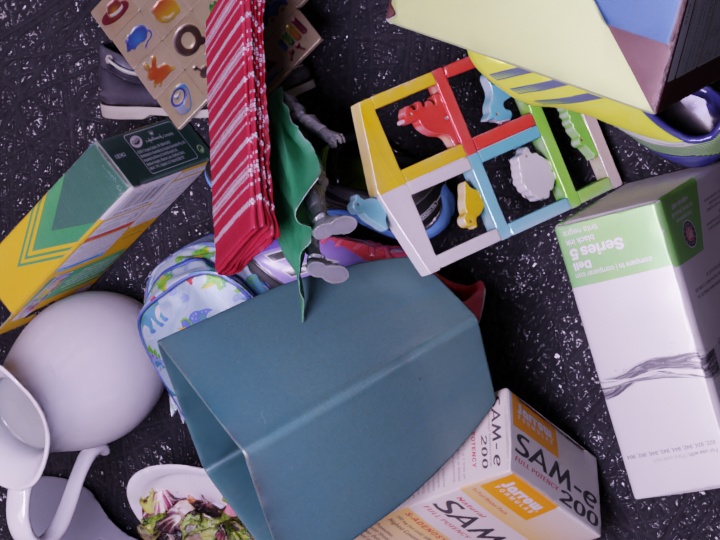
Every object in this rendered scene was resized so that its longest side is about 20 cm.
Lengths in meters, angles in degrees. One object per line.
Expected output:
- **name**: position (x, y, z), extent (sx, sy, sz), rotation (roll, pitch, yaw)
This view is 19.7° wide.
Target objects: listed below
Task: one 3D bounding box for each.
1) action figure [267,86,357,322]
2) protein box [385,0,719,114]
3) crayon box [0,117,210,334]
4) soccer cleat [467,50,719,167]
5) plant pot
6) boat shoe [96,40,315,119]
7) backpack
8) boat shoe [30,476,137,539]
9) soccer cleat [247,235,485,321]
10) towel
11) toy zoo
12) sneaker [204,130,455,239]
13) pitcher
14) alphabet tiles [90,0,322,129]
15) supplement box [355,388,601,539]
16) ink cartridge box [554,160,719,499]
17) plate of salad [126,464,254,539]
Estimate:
- **action figure**: position (-0.044, -0.071, 1.482), extent (0.054, 0.201, 0.119), rotation (1, 126, -16)
- **protein box**: position (0.156, -0.213, 1.378), extent (0.197, 0.200, 0.136), rotation (22, 112, 21)
- **crayon box**: position (-0.222, -0.037, 1.668), extent (0.200, 0.126, 0.052), rotation (-44, 82, 29)
- **soccer cleat**: position (0.170, -0.135, 1.440), extent (0.199, 0.084, 0.065), rotation (25, 74, 4)
- **plant pot**: position (-0.013, 0.088, 1.470), extent (0.141, 0.199, 0.142), rotation (47, 160, 45)
- **boat shoe**: position (-0.127, -0.156, 1.618), extent (0.199, 0.073, 0.063), rotation (0, 107, 33)
- **backpack**: position (-0.084, 0.064, 1.626), extent (0.163, 0.153, 0.201), rotation (-30, 78, 35)
- **boat shoe**: position (-0.223, 0.250, 1.782), extent (0.199, 0.071, 0.070), rotation (27, 143, 28)
- **soccer cleat**: position (0.000, 0.000, 1.574), extent (0.199, 0.068, 0.073), rotation (27, 120, -2)
- **towel**: position (-0.087, -0.105, 1.492), extent (0.145, 0.022, 0.202), rotation (142, 126, -70)
- **toy zoo**: position (0.079, -0.083, 1.474), extent (0.132, 0.199, 0.020), rotation (67, 160, -2)
- **sneaker**: position (-0.024, -0.076, 1.572), extent (0.198, 0.071, 0.083), rotation (10, 144, 20)
- **pitcher**: position (-0.235, 0.116, 1.673), extent (0.120, 0.200, 0.173), rotation (2, 110, 26)
- **alphabet tiles**: position (-0.118, -0.211, 1.590), extent (0.166, 0.006, 0.200), rotation (-44, 65, 14)
- **supplement box**: position (0.066, 0.176, 1.568), extent (0.199, 0.126, 0.074), rotation (-24, 47, 31)
- **ink cartridge box**: position (0.223, 0.040, 1.443), extent (0.083, 0.145, 0.202), rotation (-13, 97, 30)
- **plate of salad**: position (-0.101, 0.222, 1.667), extent (0.198, 0.048, 0.201), rotation (17, 149, 11)
